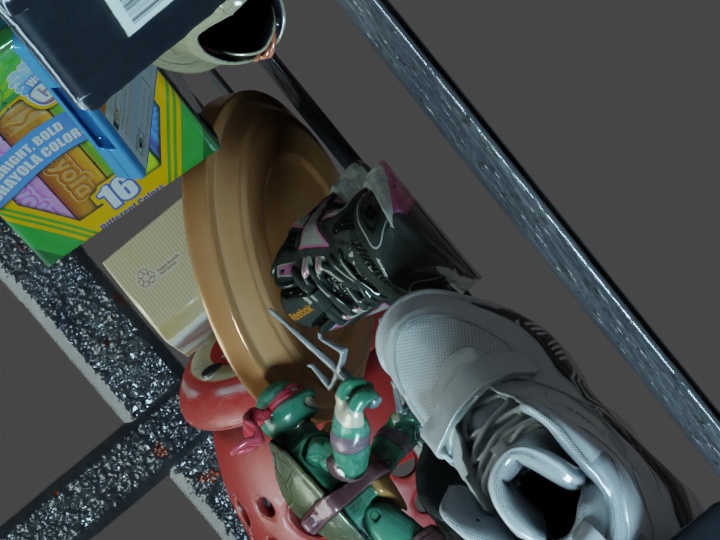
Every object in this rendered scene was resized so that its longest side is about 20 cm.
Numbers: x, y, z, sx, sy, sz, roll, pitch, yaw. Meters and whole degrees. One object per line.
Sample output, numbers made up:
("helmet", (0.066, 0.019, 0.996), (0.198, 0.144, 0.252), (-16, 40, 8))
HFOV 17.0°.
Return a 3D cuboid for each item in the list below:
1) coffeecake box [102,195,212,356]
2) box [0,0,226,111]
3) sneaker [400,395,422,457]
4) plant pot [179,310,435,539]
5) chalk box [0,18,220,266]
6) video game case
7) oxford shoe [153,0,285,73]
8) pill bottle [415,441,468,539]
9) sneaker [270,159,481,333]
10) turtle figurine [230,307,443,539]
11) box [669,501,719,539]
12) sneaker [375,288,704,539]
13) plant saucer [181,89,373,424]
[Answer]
("coffeecake box", (-0.092, -0.018, 1.692), (0.073, 0.153, 0.200), (50, 177, 4))
("box", (-0.136, -0.180, 0.889), (0.200, 0.107, 0.148), (50, 178, 12))
("sneaker", (0.088, 0.096, 1.388), (0.200, 0.078, 0.100), (38, 162, 38))
("plant pot", (-0.009, 0.101, 1.640), (0.183, 0.200, 0.200), (60, 174, -17))
("chalk box", (-0.187, -0.123, 1.297), (0.125, 0.124, 0.200), (58, -176, 40))
("video game case", (-0.125, -0.140, 1.150), (0.200, 0.018, 0.144), (62, -148, -74))
("oxford shoe", (-0.072, -0.115, 1.103), (0.075, 0.070, 0.200), (42, 178, 7))
("pill bottle", (0.111, 0.149, 1.216), (0.200, 0.112, 0.112), (53, 176, -37))
("sneaker", (0.000, 0.000, 1.247), (0.080, 0.086, 0.200), (48, 176, -6))
("turtle figurine", (0.007, 0.110, 1.328), (0.200, 0.101, 0.150), (50, -168, 6))
("box", (0.188, 0.236, 1.028), (0.200, 0.124, 0.197), (49, 178, 32))
("sneaker", (0.065, 0.071, 1.069), (0.200, 0.075, 0.115), (44, -169, 28))
("plant saucer", (-0.041, -0.009, 1.412), (0.200, 0.032, 0.201), (44, -142, -49))
